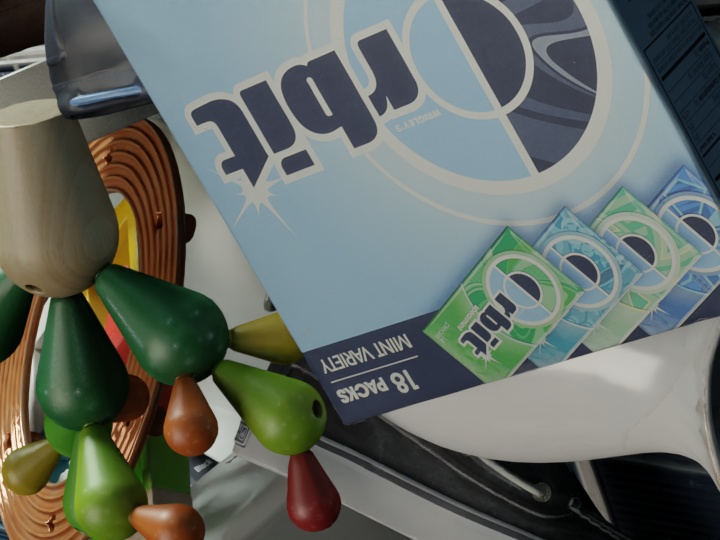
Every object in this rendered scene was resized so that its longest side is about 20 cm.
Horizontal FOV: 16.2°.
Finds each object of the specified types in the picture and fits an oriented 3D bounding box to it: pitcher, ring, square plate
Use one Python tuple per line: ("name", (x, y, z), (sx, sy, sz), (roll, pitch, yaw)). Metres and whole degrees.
("pitcher", (0.077, -0.012, 0.861), (0.200, 0.121, 0.172), (17, 106, 42))
("ring", (-0.117, 0.030, 1.107), (0.200, 0.019, 0.201), (-36, 47, 52))
("square plate", (-0.054, 0.014, 1.161), (0.200, 0.028, 0.198), (23, 133, 48))

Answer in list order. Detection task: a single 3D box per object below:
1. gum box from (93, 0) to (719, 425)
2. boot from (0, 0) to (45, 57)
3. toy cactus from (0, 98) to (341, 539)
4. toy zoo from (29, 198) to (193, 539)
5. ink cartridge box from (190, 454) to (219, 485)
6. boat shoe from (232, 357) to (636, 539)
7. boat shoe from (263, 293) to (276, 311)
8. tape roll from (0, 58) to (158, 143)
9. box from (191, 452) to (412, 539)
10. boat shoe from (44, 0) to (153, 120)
("gum box", (0.017, -0.063, 0.754), (0.170, 0.045, 0.200), (-19, 106, 40))
("boot", (-0.167, -0.124, 1.075), (0.200, 0.166, 0.072), (8, 120, 57))
("toy cactus", (-0.095, 0.018, 0.916), (0.200, 0.102, 0.165), (11, 118, 42))
("toy zoo", (-0.117, 0.055, 1.140), (0.131, 0.020, 0.200), (-49, 37, 43))
("ink cartridge box", (-0.114, 0.145, 1.352), (0.200, 0.043, 0.198), (38, 143, 32))
("boat shoe", (0.053, 0.080, 0.966), (0.200, 0.068, 0.072), (25, 177, -4))
("boat shoe", (0.002, -0.001, 1.014), (0.068, 0.074, 0.200), (3, 128, 41))
("tape roll", (-0.124, -0.068, 1.024), (0.203, 0.203, 0.037), (-11, 103, 60))
("box", (-0.005, 0.182, 1.118), (0.200, 0.097, 0.124), (56, 155, -12))
("boat shoe", (-0.011, -0.072, 0.851), (0.200, 0.084, 0.069), (5, 93, 26))
